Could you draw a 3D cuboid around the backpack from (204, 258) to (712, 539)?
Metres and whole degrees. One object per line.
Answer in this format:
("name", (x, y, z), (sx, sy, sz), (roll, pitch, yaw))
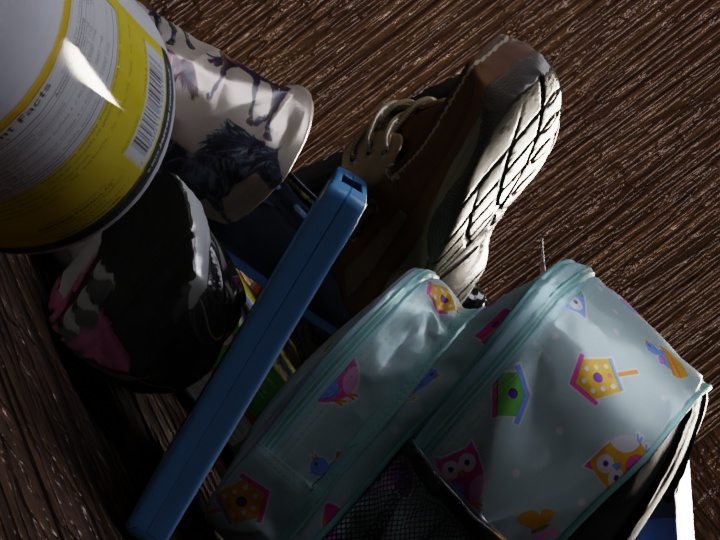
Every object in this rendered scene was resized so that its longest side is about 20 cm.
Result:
("backpack", (0.041, 0.082, 0.994), (0.154, 0.200, 0.176), (50, 3, 8))

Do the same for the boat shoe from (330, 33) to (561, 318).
("boat shoe", (0.024, -0.036, 1.066), (0.074, 0.076, 0.200), (43, -35, 13))

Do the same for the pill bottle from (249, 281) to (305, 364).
("pill bottle", (0.005, 0.060, 1.414), (0.113, 0.113, 0.200), (52, -3, -24))

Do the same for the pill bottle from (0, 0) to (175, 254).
("pill bottle", (-0.141, -0.081, 0.828), (0.112, 0.112, 0.200), (54, 3, 19))

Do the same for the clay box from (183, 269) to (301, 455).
("clay box", (-0.078, 0.026, 1.274), (0.115, 0.048, 0.200), (52, 1, -13))

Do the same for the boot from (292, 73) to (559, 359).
("boot", (0.043, -0.020, 1.327), (0.158, 0.210, 0.080), (45, -17, 57))

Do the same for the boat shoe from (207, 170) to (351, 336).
("boat shoe", (0.000, 0.000, 1.196), (0.199, 0.069, 0.084), (34, 1, 10))

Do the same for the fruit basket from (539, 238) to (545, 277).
("fruit basket", (0.092, 0.114, 1.409), (0.186, 0.093, 0.201), (-87, 175, -53))

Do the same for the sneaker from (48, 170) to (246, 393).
("sneaker", (-0.080, 0.005, 1.044), (0.086, 0.080, 0.200), (42, 8, -24))

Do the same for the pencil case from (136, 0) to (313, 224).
("pencil case", (-0.116, -0.093, 1.142), (0.199, 0.078, 0.090), (28, 27, -25))

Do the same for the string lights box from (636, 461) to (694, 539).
("string lights box", (0.149, 0.174, 1.307), (0.103, 0.059, 0.202), (-29, 115, -76))

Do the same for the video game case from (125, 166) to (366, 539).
("video game case", (-0.040, 0.027, 0.951), (0.018, 0.144, 0.200), (30, 4, -2))
